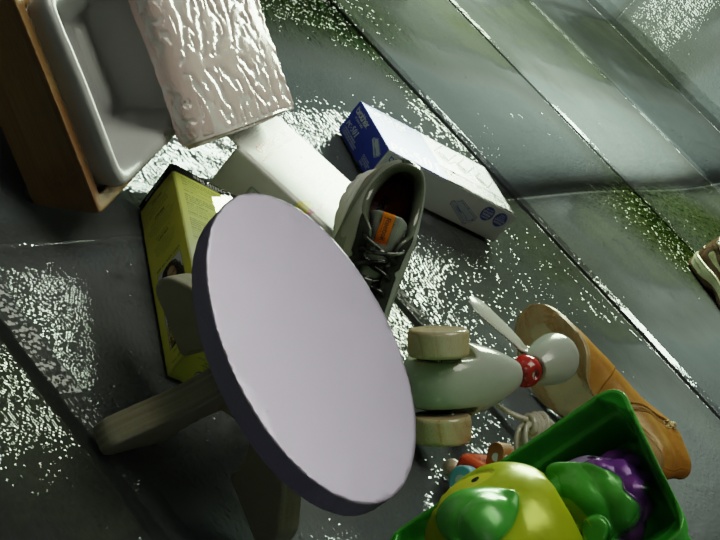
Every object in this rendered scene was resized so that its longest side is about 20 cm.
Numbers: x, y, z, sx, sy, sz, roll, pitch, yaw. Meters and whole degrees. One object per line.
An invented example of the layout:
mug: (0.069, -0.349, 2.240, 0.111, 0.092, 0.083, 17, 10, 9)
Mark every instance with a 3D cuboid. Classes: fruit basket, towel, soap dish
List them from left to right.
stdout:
soap dish: (-0.205, -0.142, 1.052, 0.200, 0.080, 0.159, -69, 141, -67)
towel: (-0.128, -0.206, 1.138, 0.202, 0.032, 0.191, 71, 22, -6)
fruit basket: (0.098, 0.168, 0.895, 0.215, 0.216, 0.156, 29, 26, -28)

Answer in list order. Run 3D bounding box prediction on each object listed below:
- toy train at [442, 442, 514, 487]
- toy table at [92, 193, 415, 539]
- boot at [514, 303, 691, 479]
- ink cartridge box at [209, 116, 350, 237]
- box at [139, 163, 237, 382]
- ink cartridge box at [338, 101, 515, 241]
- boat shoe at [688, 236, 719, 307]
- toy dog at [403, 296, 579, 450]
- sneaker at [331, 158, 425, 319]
toy train: (0.164, 0.174, 1.125, 0.150, 0.056, 0.199, 29, 7, 39)
toy table: (-0.060, 0.068, 0.875, 0.183, 0.117, 0.202, 3, 61, -37)
boot: (0.237, 0.124, 1.393, 0.144, 0.071, 0.202, 15, 37, -59)
ink cartridge box: (-0.062, -0.057, 1.216, 0.200, 0.067, 0.117, 42, 23, -1)
box: (-0.111, 0.007, 1.045, 0.075, 0.050, 0.201, 26, 26, -32)
ink cartridge box: (0.074, -0.106, 1.556, 0.199, 0.044, 0.094, 23, 27, -38)
boat shoe: (0.550, 0.031, 2.043, 0.074, 0.075, 0.203, 14, 35, -48)
toy dog: (0.087, 0.086, 1.175, 0.096, 0.133, 0.199, 9, -10, 42)
sneaker: (0.000, 0.000, 1.108, 0.073, 0.079, 0.202, 22, 68, -12)
